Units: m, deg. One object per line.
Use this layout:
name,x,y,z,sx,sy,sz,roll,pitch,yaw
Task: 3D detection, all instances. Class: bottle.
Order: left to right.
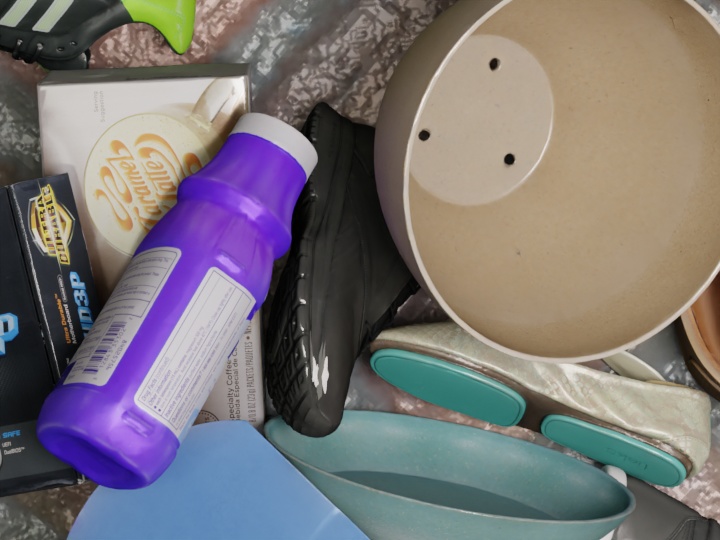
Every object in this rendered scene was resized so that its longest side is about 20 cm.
bottle,-0.087,0.013,1.203,0.065,0.084,0.200,36,66,-17

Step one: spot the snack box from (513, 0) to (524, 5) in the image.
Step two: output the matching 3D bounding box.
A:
snack box,0.050,-0.255,1.295,0.142,0.053,0.200,17,92,32

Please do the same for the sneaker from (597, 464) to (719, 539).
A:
sneaker,0.151,0.217,1.325,0.099,0.071,0.200,18,93,-3

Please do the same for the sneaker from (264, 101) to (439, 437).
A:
sneaker,0.000,0.000,1.290,0.091,0.076,0.200,14,59,-11

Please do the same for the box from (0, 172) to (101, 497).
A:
box,-0.219,0.045,1.285,0.200,0.046,0.159,-12,92,39

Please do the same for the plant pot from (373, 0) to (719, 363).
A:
plant pot,0.086,-0.067,1.248,0.200,0.134,0.201,-7,108,-22

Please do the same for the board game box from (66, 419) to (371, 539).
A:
board game box,-0.058,0.178,1.217,0.200,0.039,0.158,43,98,11

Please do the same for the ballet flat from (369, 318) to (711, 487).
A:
ballet flat,0.102,0.061,1.336,0.200,0.067,0.062,22,63,-3

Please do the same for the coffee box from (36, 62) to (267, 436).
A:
coffee box,-0.111,-0.008,1.303,0.114,0.080,0.200,-2,100,-2

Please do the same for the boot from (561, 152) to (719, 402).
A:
boot,0.224,-0.008,1.321,0.200,0.074,0.155,40,87,-3

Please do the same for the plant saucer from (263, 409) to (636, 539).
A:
plant saucer,0.044,0.117,1.262,0.200,0.200,0.036,12,98,1

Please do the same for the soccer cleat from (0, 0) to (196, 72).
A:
soccer cleat,-0.189,-0.145,1.328,0.200,0.068,0.081,-4,104,1

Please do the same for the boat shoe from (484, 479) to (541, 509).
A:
boat shoe,0.053,0.209,1.325,0.072,0.069,0.200,33,88,1
